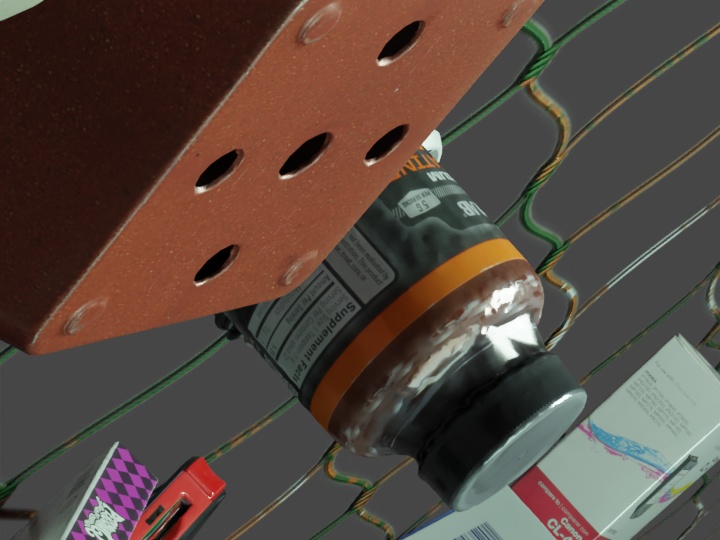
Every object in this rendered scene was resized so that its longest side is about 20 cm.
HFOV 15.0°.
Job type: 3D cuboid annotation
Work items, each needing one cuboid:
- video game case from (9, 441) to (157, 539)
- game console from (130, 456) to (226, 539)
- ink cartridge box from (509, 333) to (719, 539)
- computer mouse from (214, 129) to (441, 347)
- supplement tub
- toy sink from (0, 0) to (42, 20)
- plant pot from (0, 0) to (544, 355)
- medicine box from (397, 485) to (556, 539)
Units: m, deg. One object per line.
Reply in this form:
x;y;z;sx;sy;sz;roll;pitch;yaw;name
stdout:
-0.183;0.180;1.316;0.181;0.036;0.200;-44;-173;12;video game case
-0.158;0.199;1.497;0.200;0.031;0.177;-45;175;-47;game console
0.221;0.155;2.235;0.200;0.086;0.148;-42;164;6;ink cartridge box
-0.011;-0.030;1.284;0.110;0.044;0.200;-29;166;-22;computer mouse
0.000;0.000;1.093;0.107;0.200;0.107;-38;165;-12;supplement tub
-0.179;-0.093;0.552;0.200;0.112;0.130;-22;160;-8;toy sink
-0.068;-0.091;0.736;0.200;0.176;0.200;-49;163;26;plant pot
0.045;0.287;2.138;0.182;0.103;0.200;-23;157;-48;medicine box
